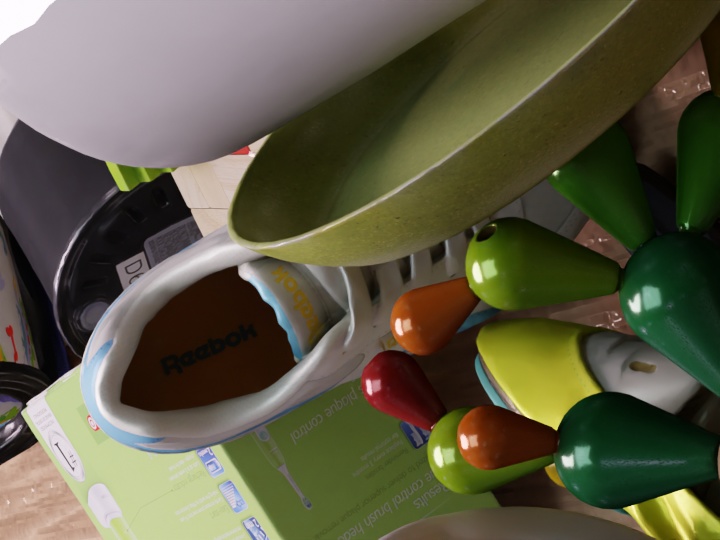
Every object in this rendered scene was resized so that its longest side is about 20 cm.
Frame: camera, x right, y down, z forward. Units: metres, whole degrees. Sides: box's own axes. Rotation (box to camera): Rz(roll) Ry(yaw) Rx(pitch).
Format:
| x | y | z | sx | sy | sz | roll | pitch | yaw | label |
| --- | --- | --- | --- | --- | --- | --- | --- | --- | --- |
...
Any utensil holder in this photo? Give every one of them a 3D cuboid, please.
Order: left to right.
| x | y | z | sx | sy | sz | roll | pitch | yaw | label |
| --- | --- | --- | --- | --- | --- | --- | --- | --- | --- |
| -0.023 | -0.133 | 0.772 | 0.200 | 0.169 | 0.171 | -30 | 73 | 52 | utensil holder |

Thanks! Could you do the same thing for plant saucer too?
| x | y | z | sx | sy | sz | roll | pitch | yaw | label |
| --- | --- | --- | --- | --- | --- | --- | --- | --- | --- |
| 0.046 | -0.065 | 0.799 | 0.031 | 0.200 | 0.200 | 49 | 158 | -17 | plant saucer |

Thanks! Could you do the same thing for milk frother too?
| x | y | z | sx | sy | sz | roll | pitch | yaw | label |
| --- | --- | --- | --- | --- | --- | --- | --- | --- | --- |
| -0.149 | -0.024 | 1.147 | 0.188 | 0.199 | 0.181 | 52 | 147 | 41 | milk frother |

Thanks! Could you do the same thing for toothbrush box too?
| x | y | z | sx | sy | sz | roll | pitch | yaw | label |
| --- | --- | --- | --- | --- | --- | --- | --- | --- | --- |
| -0.021 | 0.100 | 1.007 | 0.201 | 0.086 | 0.146 | 58 | 151 | 1 | toothbrush box |

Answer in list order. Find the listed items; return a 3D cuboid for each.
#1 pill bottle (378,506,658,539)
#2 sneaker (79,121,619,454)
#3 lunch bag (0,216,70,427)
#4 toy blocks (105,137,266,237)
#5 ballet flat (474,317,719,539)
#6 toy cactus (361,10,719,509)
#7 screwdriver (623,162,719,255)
| x | y | z | sx | sy | sz | roll | pitch | yaw | label |
| --- | --- | --- | --- | --- | --- | --- | --- | --- | --- |
| 0.045 | 0.183 | 0.805 | 0.114 | 0.113 | 0.201 | 35 | 127 | 53 | pill bottle |
| 0.000 | 0.000 | 0.884 | 0.077 | 0.199 | 0.081 | 57 | -179 | -1 | sneaker |
| -0.225 | 0.007 | 1.391 | 0.200 | 0.127 | 0.171 | 63 | -168 | -81 | lunch bag |
| -0.022 | -0.077 | 0.981 | 0.136 | 0.100 | 0.201 | 2 | 127 | 44 | toy blocks |
| 0.111 | 0.064 | 0.840 | 0.200 | 0.067 | 0.067 | 52 | 122 | 37 | ballet flat |
| 0.104 | 0.026 | 0.774 | 0.200 | 0.102 | 0.165 | -40 | 77 | 21 | toy cactus |
| 0.133 | 0.023 | 0.811 | 0.200 | 0.028 | 0.029 | 43 | 107 | 45 | screwdriver |
